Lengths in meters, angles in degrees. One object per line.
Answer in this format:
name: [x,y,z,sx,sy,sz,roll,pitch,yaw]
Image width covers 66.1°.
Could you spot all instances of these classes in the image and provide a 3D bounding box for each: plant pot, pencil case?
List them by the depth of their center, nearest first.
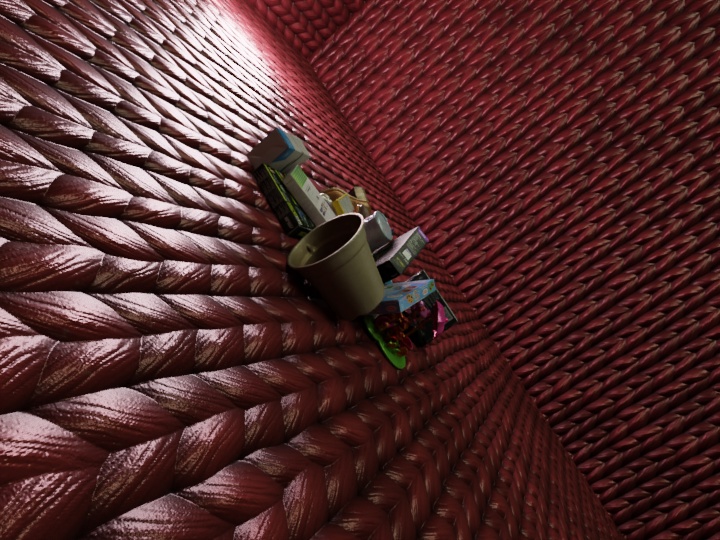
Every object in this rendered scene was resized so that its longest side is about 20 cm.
plant pot: [-0.039,0.004,1.269,0.185,0.198,0.201,60,10,-25]
pencil case: [-0.012,-0.080,1.477,0.083,0.198,0.092,40,28,-45]

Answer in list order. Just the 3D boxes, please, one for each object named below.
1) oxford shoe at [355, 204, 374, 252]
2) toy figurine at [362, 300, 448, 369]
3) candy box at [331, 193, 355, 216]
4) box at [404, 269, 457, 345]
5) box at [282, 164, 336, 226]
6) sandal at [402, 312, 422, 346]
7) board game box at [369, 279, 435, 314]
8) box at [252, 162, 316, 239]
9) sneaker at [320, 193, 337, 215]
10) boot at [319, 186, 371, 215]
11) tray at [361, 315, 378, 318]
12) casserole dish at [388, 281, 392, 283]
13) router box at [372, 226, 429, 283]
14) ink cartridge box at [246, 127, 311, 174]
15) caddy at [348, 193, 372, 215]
oxford shoe: [0.039,-0.107,1.600,0.071,0.072,0.204,25,45,-62]
toy figurine: [0.133,0.135,1.451,0.200,0.182,0.151,46,21,-32]
candy box: [-0.018,-0.119,1.611,0.203,0.026,0.102,65,19,-9]
box: [0.209,0.123,1.819,0.202,0.131,0.115,57,-4,11]
box: [-0.128,-0.183,1.490,0.201,0.036,0.145,54,13,-15]
sandal: [0.151,0.168,1.622,0.200,0.044,0.077,-142,-138,-68]
board game box: [0.086,0.069,1.433,0.199,0.149,0.037,-22,102,-54]
box: [-0.179,-0.170,1.455,0.202,0.047,0.193,59,17,14]
sneaker: [-0.090,-0.126,1.630,0.201,0.080,0.084,51,39,-15]
boot: [-0.054,-0.171,1.694,0.074,0.196,0.158,135,-57,-68]
tray: [-0.008,0.078,1.484,0.199,0.022,0.109,35,25,-53]
casserole dish: [0.062,0.022,1.766,0.200,0.038,0.123,-60,128,-74]
router box: [0.064,-0.020,1.398,0.051,0.199,0.149,50,52,-10]
ink cartridge box: [-0.213,-0.311,1.518,0.068,0.115,0.200,55,15,7]
caddy: [-0.022,-0.156,1.814,0.202,0.104,0.142,55,-10,7]
